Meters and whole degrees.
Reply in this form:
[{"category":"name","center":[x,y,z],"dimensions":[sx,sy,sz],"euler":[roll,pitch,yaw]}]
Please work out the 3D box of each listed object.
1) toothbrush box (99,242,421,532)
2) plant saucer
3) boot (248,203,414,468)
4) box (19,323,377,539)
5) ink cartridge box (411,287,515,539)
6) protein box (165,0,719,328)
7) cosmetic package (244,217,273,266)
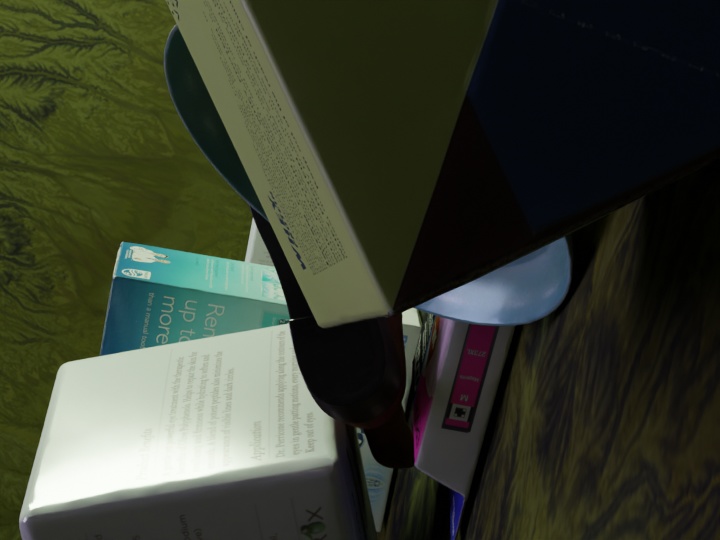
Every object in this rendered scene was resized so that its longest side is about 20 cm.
[{"category":"toothbrush box","center":[-0.071,0.075,1.330],"dimensions":[0.085,0.200,0.147],"euler":[-102,23,-73]},{"category":"plant saucer","center":[0.007,-0.050,0.870],"dimensions":[0.027,0.200,0.200],"euler":[-57,-5,-24]},{"category":"boot","center":[0.000,0.000,1.078],"dimensions":[0.200,0.068,0.188],"euler":[53,-160,-75]},{"category":"box","center":[-0.079,0.161,1.146],"dimensions":[0.199,0.171,0.200],"euler":[-95,-4,-69]},{"category":"ink cartridge box","center":[0.053,0.029,1.009],"dimensions":[0.095,0.037,0.200],"euler":[-89,8,-60]},{"category":"protein box","center":[0.015,-0.099,0.653],"dimensions":[0.199,0.135,0.200],"euler":[65,173,0]},{"category":"cosmetic package","center":[-0.103,-0.012,2.487],"dimensions":[0.102,0.074,0.200],"euler":[-87,7,-51]}]
